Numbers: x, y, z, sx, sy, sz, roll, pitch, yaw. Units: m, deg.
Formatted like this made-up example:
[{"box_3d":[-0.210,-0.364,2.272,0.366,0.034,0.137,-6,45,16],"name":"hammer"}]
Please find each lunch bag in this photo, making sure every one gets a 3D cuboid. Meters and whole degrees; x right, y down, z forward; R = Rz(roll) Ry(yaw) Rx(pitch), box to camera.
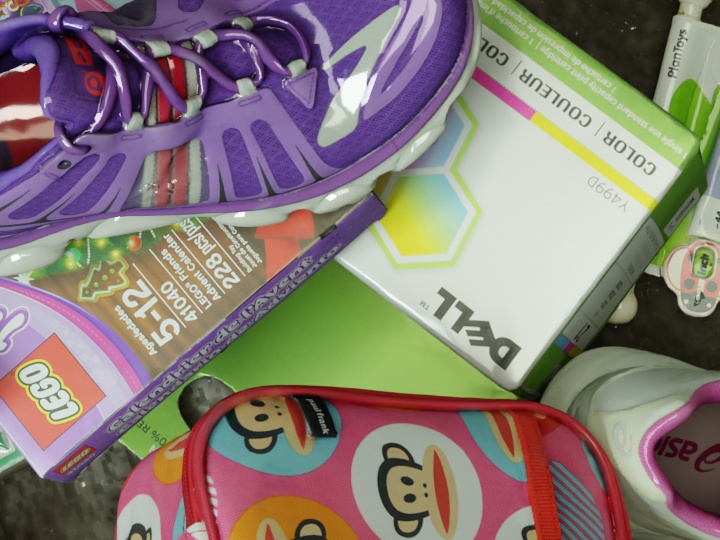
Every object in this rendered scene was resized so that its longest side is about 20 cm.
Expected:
[{"box_3d":[0.023,0.137,0.721,0.176,0.082,0.201,6,63,-31],"name":"lunch bag"}]

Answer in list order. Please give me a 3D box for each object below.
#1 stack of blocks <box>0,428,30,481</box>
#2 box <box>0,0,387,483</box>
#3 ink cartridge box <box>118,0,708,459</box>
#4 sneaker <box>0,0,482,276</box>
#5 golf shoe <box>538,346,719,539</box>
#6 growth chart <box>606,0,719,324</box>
[{"box_3d":[-0.178,-0.013,0.855,0.115,0.059,0.200,-27,86,2],"name":"stack of blocks"},{"box_3d":[-0.106,-0.051,0.791,0.137,0.039,0.200,-41,78,1],"name":"box"},{"box_3d":[0.000,0.000,0.826,0.148,0.076,0.200,37,91,11],"name":"ink cartridge box"},{"box_3d":[-0.059,-0.049,0.719,0.199,0.083,0.081,-20,78,-1],"name":"sneaker"},{"box_3d":[0.159,0.071,0.800,0.199,0.092,0.076,7,88,-12],"name":"golf shoe"},{"box_3d":[0.191,-0.039,0.850,0.199,0.018,0.145,8,88,7],"name":"growth chart"}]
